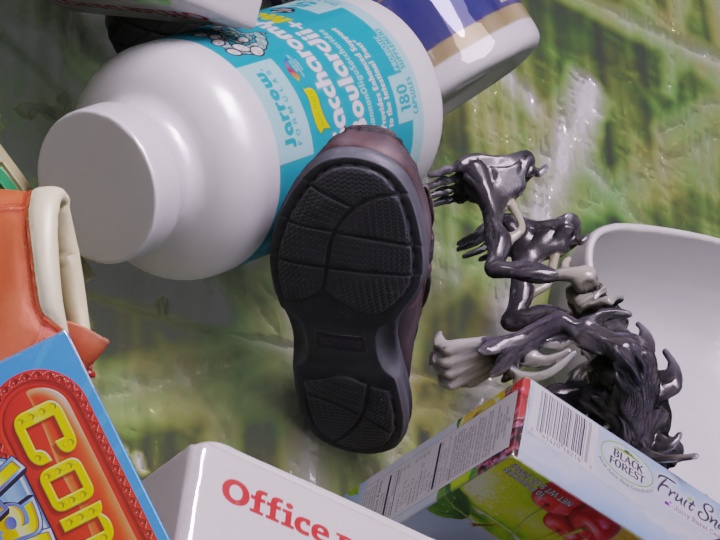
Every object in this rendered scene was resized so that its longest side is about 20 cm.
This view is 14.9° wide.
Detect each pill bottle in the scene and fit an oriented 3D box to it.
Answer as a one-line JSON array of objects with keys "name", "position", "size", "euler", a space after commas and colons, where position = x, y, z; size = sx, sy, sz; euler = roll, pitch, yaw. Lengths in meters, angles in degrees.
[{"name": "pill bottle", "position": [-0.006, -0.170, 1.395], "size": [0.111, 0.111, 0.200], "euler": [-29, 85, -48]}, {"name": "pill bottle", "position": [-0.058, -0.060, 1.271], "size": [0.200, 0.111, 0.111], "euler": [-24, 82, -51]}]

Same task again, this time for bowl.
[{"name": "bowl", "position": [0.179, 0.084, 1.434], "size": [0.200, 0.075, 0.200], "euler": [10, 58, -37]}]

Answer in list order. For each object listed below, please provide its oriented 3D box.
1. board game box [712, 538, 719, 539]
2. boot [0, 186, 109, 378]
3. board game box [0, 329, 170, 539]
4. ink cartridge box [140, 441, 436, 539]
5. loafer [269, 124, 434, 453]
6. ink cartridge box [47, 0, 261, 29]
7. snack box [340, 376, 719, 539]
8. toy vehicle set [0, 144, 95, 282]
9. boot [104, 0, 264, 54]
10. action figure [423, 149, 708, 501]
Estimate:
[{"name": "board game box", "position": [0.170, 0.195, 1.175], "size": [0.200, 0.200, 0.062], "euler": [34, 61, -23]}, {"name": "boot", "position": [-0.151, 0.061, 1.093], "size": [0.075, 0.107, 0.200], "euler": [50, 34, -85]}, {"name": "board game box", "position": [-0.153, 0.154, 1.016], "size": [0.196, 0.056, 0.200], "euler": [-27, 82, -8]}, {"name": "ink cartridge box", "position": [-0.042, 0.194, 1.149], "size": [0.145, 0.084, 0.200], "euler": [27, 49, -25]}, {"name": "loafer", "position": [0.000, 0.000, 1.253], "size": [0.072, 0.200, 0.063], "euler": [11, 48, 9]}, {"name": "ink cartridge box", "position": [-0.142, -0.208, 1.215], "size": [0.200, 0.147, 0.146], "euler": [19, 84, -43]}, {"name": "snack box", "position": [0.102, 0.144, 1.273], "size": [0.200, 0.142, 0.053], "euler": [33, 45, -22]}, {"name": "toy vehicle set", "position": [-0.217, -0.048, 1.187], "size": [0.200, 0.027, 0.124], "euler": [54, 42, -2]}, {"name": "boot", "position": [-0.076, -0.208, 1.338], "size": [0.068, 0.200, 0.131], "euler": [19, 24, -52]}, {"name": "action figure", "position": [0.090, 0.041, 1.308], "size": [0.119, 0.102, 0.200], "euler": [57, 5, -50]}]
